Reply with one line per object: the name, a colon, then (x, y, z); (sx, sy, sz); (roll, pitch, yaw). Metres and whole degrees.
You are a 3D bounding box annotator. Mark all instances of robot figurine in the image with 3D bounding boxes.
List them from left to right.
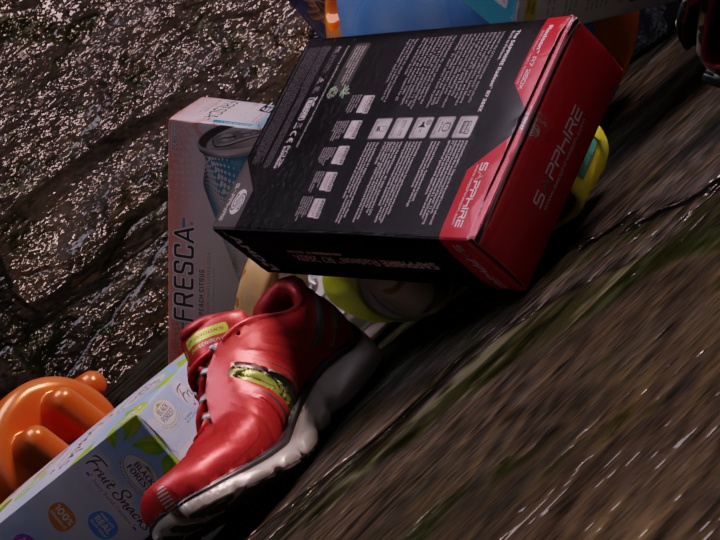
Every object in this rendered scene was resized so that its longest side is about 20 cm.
robot figurine: (-0.260, 0.154, 1.412); (0.116, 0.144, 0.200); (1, -17, -27)

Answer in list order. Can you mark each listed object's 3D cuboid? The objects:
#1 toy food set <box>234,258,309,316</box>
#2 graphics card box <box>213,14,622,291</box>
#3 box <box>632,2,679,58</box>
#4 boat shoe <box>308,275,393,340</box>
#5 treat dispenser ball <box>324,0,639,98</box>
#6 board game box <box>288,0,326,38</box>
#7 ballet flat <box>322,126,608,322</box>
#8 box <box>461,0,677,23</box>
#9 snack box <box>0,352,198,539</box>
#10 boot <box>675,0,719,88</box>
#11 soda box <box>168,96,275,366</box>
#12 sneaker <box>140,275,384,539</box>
toy food set: (-0.031, -0.040, 1.202); (0.198, 0.049, 0.200); (-21, -61, -75)
graphics card box: (0.024, -0.058, 0.874); (0.200, 0.051, 0.126); (3, 63, 48)
box: (0.166, -0.258, 1.298); (0.117, 0.197, 0.200); (-45, 7, -33)
boat shoe: (0.000, 0.000, 1.041); (0.200, 0.069, 0.071); (-41, 7, 3)
treat dispenser ball: (0.077, -0.164, 1.124); (0.201, 0.201, 0.201); (-41, 5, 4)
board game box: (0.055, -0.161, 1.276); (0.135, 0.200, 0.035); (-44, 6, -39)
ballet flat: (0.046, -0.015, 0.909); (0.200, 0.067, 0.067); (-35, 29, 36)
box: (0.152, -0.190, 0.967); (0.200, 0.049, 0.082); (-17, -45, -31)
snack box: (-0.160, 0.136, 1.085); (0.200, 0.068, 0.169); (-37, 5, 19)
boot: (0.190, -0.144, 0.857); (0.154, 0.073, 0.204); (-47, 6, -29)
soda box: (-0.092, -0.014, 1.218); (0.068, 0.200, 0.064); (8, 22, 14)
sneaker: (-0.064, 0.065, 0.870); (0.077, 0.085, 0.200); (-40, 4, 32)
